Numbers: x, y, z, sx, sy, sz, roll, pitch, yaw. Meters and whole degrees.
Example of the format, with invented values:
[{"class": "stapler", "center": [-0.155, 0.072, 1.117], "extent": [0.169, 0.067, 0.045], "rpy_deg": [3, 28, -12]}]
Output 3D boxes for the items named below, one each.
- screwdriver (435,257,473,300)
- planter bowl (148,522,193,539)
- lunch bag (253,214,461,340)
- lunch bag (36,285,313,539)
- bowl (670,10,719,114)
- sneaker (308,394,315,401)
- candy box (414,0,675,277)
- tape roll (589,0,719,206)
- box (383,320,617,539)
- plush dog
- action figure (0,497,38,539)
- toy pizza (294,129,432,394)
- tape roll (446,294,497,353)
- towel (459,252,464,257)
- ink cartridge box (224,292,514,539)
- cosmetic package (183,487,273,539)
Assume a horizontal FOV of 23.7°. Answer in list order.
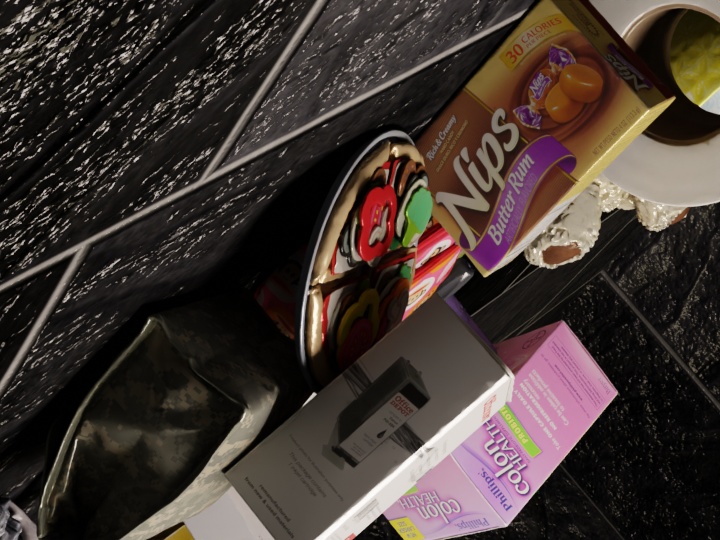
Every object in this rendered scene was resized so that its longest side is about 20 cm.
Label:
[{"class": "screwdriver", "center": [0.036, 0.057, 1.674], "extent": [0.200, 0.029, 0.028], "rpy_deg": [-45, 172, 21]}, {"class": "planter bowl", "center": [-0.230, 0.254, 1.608], "extent": [0.200, 0.084, 0.200], "rpy_deg": [-39, 171, -7]}, {"class": "lunch bag", "center": [0.000, 0.000, 1.398], "extent": [0.199, 0.082, 0.177], "rpy_deg": [-35, 164, -30]}, {"class": "lunch bag", "center": [-0.142, 0.121, 1.238], "extent": [0.200, 0.118, 0.164], "rpy_deg": [-50, 169, 19]}, {"class": "bowl", "center": [0.311, -0.204, 1.602], "extent": [0.200, 0.108, 0.200], "rpy_deg": [-40, 171, -7]}, {"class": "sneaker", "center": [-0.082, 0.107, 1.611], "extent": [0.080, 0.077, 0.200], "rpy_deg": [15, 141, -40]}, {"class": "candy box", "center": [0.127, -0.104, 1.296], "extent": [0.200, 0.117, 0.056], "rpy_deg": [-46, 169, 34]}, {"class": "tape roll", "center": [0.270, -0.162, 1.348], "extent": [0.203, 0.203, 0.139], "rpy_deg": [-46, 170, 30]}, {"class": "box", "center": [0.123, 0.162, 1.692], "extent": [0.200, 0.097, 0.176], "rpy_deg": [-45, -169, -32]}, {"class": "plush dog", "center": [0.213, -0.095, 1.726], "extent": [0.199, 0.162, 0.172], "rpy_deg": [-20, -179, -22]}, {"class": "action figure", "center": [-0.240, 0.213, 1.332], "extent": [0.194, 0.104, 0.200], "rpy_deg": [-49, 177, -17]}, {"class": "toy pizza", "center": [0.010, -0.002, 1.243], "extent": [0.200, 0.031, 0.202], "rpy_deg": [-50, 148, -47]}, {"class": "tape roll", "center": [0.035, 0.110, 1.726], "extent": [0.199, 0.085, 0.200], "rpy_deg": [-37, -171, 7]}, {"class": "towel", "center": [0.061, -0.005, 1.649], "extent": [0.144, 0.023, 0.200], "rpy_deg": [-47, 172, 26]}, {"class": "ink cartridge box", "center": [0.010, 0.120, 1.241], "extent": [0.200, 0.083, 0.147], "rpy_deg": [-40, 168, -6]}, {"class": "cosmetic package", "center": [-0.111, 0.200, 1.472], "extent": [0.051, 0.201, 0.151], "rpy_deg": [-34, 171, 6]}]
